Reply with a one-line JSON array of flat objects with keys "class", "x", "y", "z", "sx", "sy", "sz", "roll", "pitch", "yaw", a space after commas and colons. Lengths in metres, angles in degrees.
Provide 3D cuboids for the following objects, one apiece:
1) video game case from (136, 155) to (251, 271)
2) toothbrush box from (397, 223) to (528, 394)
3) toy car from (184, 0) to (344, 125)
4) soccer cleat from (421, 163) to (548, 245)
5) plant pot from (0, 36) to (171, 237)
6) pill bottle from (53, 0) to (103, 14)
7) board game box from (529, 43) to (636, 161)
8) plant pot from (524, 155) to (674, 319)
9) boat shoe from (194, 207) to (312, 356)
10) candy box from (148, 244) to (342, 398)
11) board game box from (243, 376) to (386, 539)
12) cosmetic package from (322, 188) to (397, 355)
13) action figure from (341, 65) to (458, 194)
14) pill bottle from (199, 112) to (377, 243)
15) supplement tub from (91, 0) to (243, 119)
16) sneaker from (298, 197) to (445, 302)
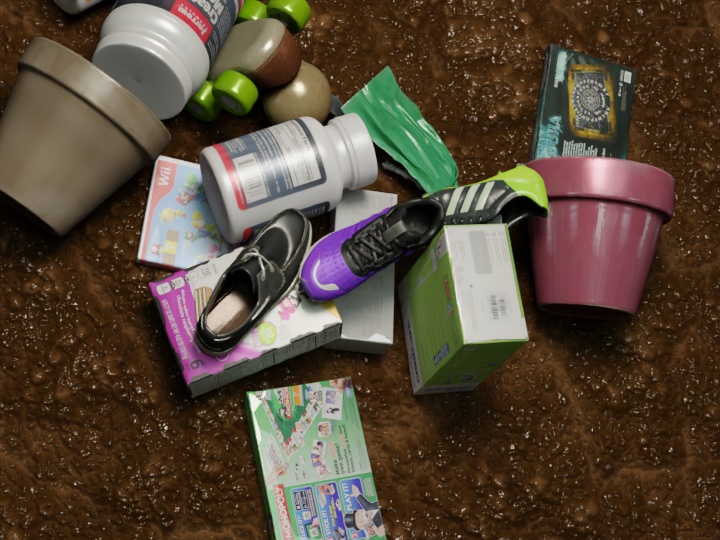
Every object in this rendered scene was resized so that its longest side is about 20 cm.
[{"class": "video game case", "x": -0.170, "y": -0.056, "z": 1.755, "sx": 0.197, "sy": 0.017, "sz": 0.145, "roll": 12, "pitch": 66, "yaw": -11}, {"class": "toothbrush box", "x": 0.118, "y": 0.050, "z": 1.696, "sx": 0.085, "sy": 0.200, "sz": 0.148, "roll": -2, "pitch": 69, "yaw": -18}, {"class": "toy car", "x": -0.098, "y": -0.225, "z": 1.804, "sx": 0.200, "sy": 0.157, "sz": 0.165, "roll": 43, "pitch": 66, "yaw": -28}, {"class": "soccer cleat", "x": 0.135, "y": -0.066, "z": 1.733, "sx": 0.197, "sy": 0.068, "sz": 0.082, "roll": -21, "pitch": 49, "yaw": 6}, {"class": "plant pot", "x": -0.351, "y": -0.144, "z": 1.656, "sx": 0.199, "sy": 0.200, "sz": 0.175, "roll": 35, "pitch": 79, "yaw": 0}, {"class": "pill bottle", "x": -0.312, "y": -0.420, "z": 1.807, "sx": 0.199, "sy": 0.112, "sz": 0.113, "roll": -35, "pitch": 81, "yaw": -26}, {"class": "board game box", "x": 0.308, "y": -0.207, "z": 1.952, "sx": 0.133, "sy": 0.028, "sz": 0.203, "roll": 16, "pitch": 66, "yaw": -10}, {"class": "plant pot", "x": 0.295, "y": -0.036, "z": 1.801, "sx": 0.197, "sy": 0.200, "sz": 0.182, "roll": 9, "pitch": 81, "yaw": -13}, {"class": "boat shoe", "x": -0.118, "y": 0.008, "z": 1.621, "sx": 0.071, "sy": 0.068, "sz": 0.201, "roll": 33, "pitch": 70, "yaw": 9}, {"class": "candy box", "x": -0.135, "y": 0.047, "z": 1.673, "sx": 0.198, "sy": 0.061, "sz": 0.138, "roll": -22, "pitch": 72, "yaw": -10}, {"class": "board game box", "x": -0.055, "y": 0.234, "z": 1.666, "sx": 0.133, "sy": 0.029, "sz": 0.203, "roll": -7, "pitch": 71, "yaw": -18}, {"class": "cosmetic package", "x": 0.000, "y": 0.000, "z": 1.764, "sx": 0.081, "sy": 0.051, "sz": 0.203, "roll": 7, "pitch": 67, "yaw": -10}, {"class": "action figure", "x": 0.066, "y": -0.160, "z": 1.844, "sx": 0.200, "sy": 0.055, "sz": 0.118, "roll": 49, "pitch": 53, "yaw": -4}, {"class": "pill bottle", "x": -0.086, "y": -0.119, "z": 1.716, "sx": 0.197, "sy": 0.120, "sz": 0.121, "roll": -19, "pitch": 75, "yaw": -15}, {"class": "supplement tub", "x": -0.234, "y": -0.299, "z": 1.725, "sx": 0.139, "sy": 0.141, "sz": 0.202, "roll": 24, "pitch": 54, "yaw": -6}, {"class": "sneaker", "x": 0.018, "y": -0.034, "z": 1.637, "sx": 0.199, "sy": 0.099, "sz": 0.070, "roll": -32, "pitch": 93, "yaw": -26}]
